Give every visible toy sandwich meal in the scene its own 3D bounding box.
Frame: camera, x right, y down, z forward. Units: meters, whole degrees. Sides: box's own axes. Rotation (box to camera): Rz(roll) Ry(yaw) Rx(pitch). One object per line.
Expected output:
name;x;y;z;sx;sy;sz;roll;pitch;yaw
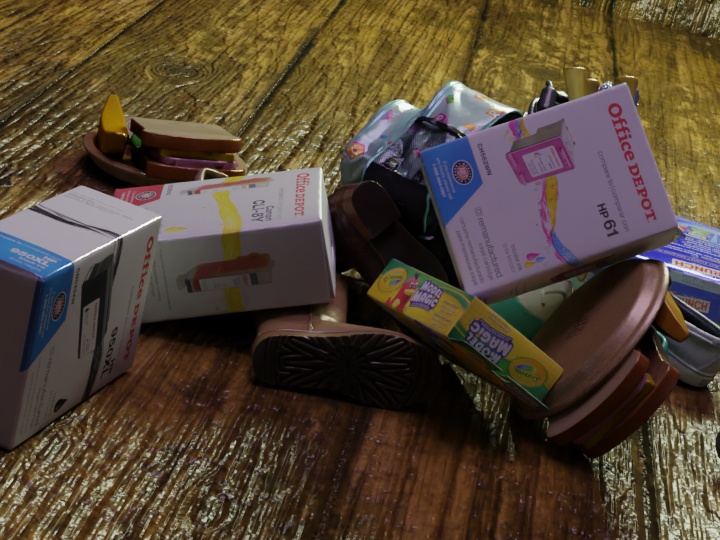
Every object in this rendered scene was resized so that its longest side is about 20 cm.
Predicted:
toy sandwich meal;0.218;0.074;1.533;0.070;0.205;0.205;42;16;-12
toy sandwich meal;-0.213;-0.144;1.932;0.205;0.070;0.205;12;20;-4

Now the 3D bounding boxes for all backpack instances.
backpack;0.078;-0.091;1.759;0.153;0.176;0.200;31;58;31

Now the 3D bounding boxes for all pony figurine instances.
pony figurine;0.232;-0.089;1.697;0.166;0.200;0.193;3;1;15

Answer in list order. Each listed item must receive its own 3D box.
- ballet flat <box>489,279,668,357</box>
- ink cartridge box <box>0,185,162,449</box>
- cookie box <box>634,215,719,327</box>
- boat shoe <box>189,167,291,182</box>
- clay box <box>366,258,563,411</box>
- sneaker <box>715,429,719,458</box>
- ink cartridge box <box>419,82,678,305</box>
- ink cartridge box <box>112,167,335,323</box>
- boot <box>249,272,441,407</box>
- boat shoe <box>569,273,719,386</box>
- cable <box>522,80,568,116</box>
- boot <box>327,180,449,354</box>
ballet flat;0.205;0.046;1.658;0.200;0.070;0.067;24;36;2
ink cartridge box;-0.243;0.031;1.348;0.084;0.145;0.200;20;21;14
cookie box;0.372;0.010;1.906;0.171;0.075;0.200;18;20;12
boat shoe;-0.144;-0.067;1.701;0.200;0.072;0.072;-4;20;34
clay box;0.095;0.056;1.517;0.115;0.048;0.200;39;-6;-26
sneaker;0.418;0.163;1.529;0.200;0.071;0.080;18;18;16
ink cartridge box;0.169;-0.066;1.562;0.200;0.145;0.085;-18;-11;0
ink cartridge box;-0.126;-0.024;1.571;0.200;0.084;0.145;-6;23;1
boot;-0.019;0.047;1.572;0.175;0.066;0.200;11;18;-6
boat shoe;0.287;0.028;1.731;0.201;0.072;0.070;42;26;17
cable;0.243;-0.103;1.890;0.200;0.051;0.163;47;41;-25
boot;0.000;0.000;1.699;0.064;0.187;0.200;-28;8;-25
